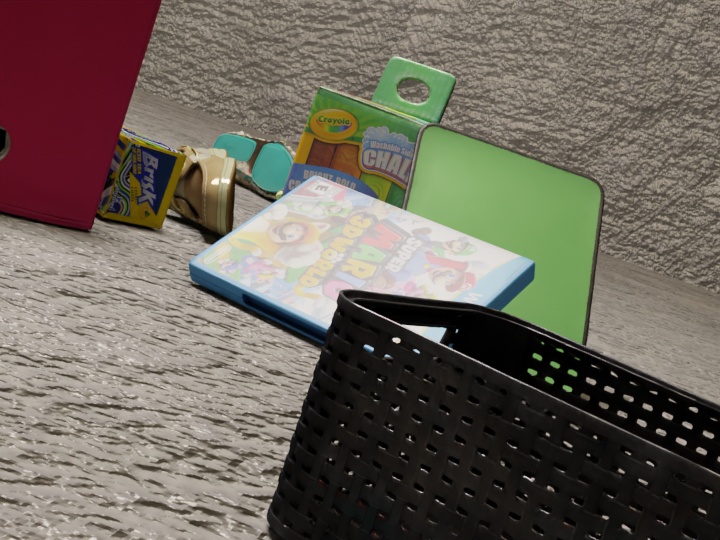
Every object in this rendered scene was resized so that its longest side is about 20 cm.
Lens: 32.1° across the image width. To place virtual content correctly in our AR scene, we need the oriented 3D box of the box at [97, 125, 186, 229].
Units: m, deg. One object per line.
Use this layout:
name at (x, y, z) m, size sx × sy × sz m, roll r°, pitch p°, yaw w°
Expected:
box at (-0.239, -0.102, 1.093) m, size 0.064 × 0.071 × 0.199 m, roll 14°, pitch 9°, yaw -46°

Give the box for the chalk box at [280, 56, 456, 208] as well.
chalk box at (0.018, -0.078, 1.058) m, size 0.124 × 0.202 × 0.124 m, roll 20°, pitch 8°, yaw 17°

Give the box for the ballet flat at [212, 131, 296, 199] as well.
ballet flat at (-0.120, -0.133, 1.621) m, size 0.064 × 0.076 × 0.200 m, roll 33°, pitch 0°, yaw -42°

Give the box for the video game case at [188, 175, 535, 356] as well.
video game case at (0.000, 0.000, 0.868) m, size 0.199 × 0.018 × 0.143 m, roll 24°, pitch 43°, yaw 31°

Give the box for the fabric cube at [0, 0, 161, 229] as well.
fabric cube at (-0.291, -0.167, 0.946) m, size 0.195 × 0.201 × 0.200 m, roll 14°, pitch 9°, yaw -36°

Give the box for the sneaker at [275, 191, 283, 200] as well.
sneaker at (-0.054, -0.064, 1.266) m, size 0.076 × 0.076 × 0.200 m, roll 17°, pitch 6°, yaw -15°

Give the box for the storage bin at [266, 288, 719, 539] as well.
storage bin at (0.081, 0.087, 0.458) m, size 0.199 × 0.095 × 0.135 m, roll 23°, pitch 9°, yaw 34°

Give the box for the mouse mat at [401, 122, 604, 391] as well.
mouse mat at (0.102, -0.010, 0.940) m, size 0.159 × 0.202 × 0.008 m, roll 18°, pitch -29°, yaw -8°

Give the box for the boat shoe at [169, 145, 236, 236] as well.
boat shoe at (-0.152, -0.075, 1.160) m, size 0.066 × 0.075 × 0.200 m, roll 4°, pitch 9°, yaw -12°
